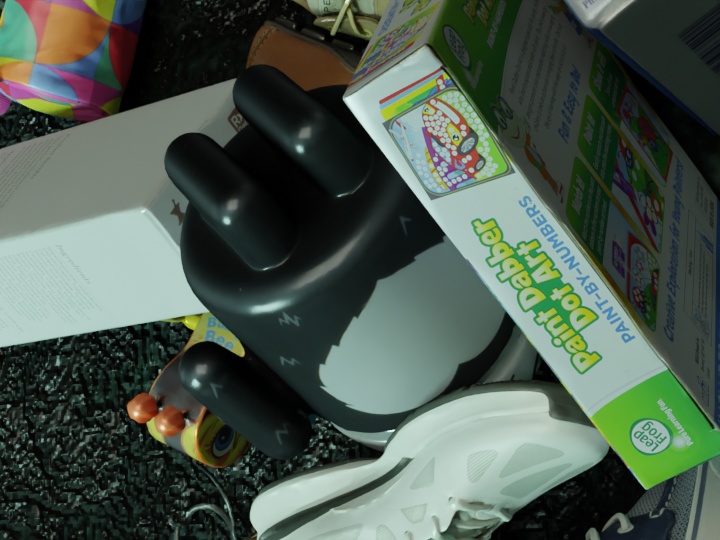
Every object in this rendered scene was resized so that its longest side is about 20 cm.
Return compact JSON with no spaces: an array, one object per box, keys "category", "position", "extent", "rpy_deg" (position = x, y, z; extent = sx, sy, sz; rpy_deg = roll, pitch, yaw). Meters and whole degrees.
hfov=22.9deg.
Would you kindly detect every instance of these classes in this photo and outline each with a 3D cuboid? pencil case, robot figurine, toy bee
[{"category":"pencil case","position":[-0.159,-0.181,1.003],"extent":[0.088,0.088,0.200],"rpy_deg":[13,85,30]},{"category":"robot figurine","position":[0.002,0.000,0.783],"extent":[0.150,0.200,0.125],"rpy_deg":[-17,47,26]},{"category":"toy bee","position":[-0.062,0.057,0.889],"extent":[0.131,0.109,0.200],"rpy_deg":[-2,79,26]}]

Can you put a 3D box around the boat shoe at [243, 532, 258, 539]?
[{"category":"boat shoe","position":[0.008,0.193,0.842],"extent":[0.200,0.074,0.076],"rpy_deg":[34,98,29]}]

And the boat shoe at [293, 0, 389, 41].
[{"category":"boat shoe","position":[-0.001,-0.147,0.896],"extent":[0.200,0.066,0.074],"rpy_deg":[35,136,39]}]

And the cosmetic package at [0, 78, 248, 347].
[{"category":"cosmetic package","position":[-0.133,-0.025,0.916],"extent":[0.200,0.074,0.102],"rpy_deg":[-8,39,42]}]

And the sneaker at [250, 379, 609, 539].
[{"category":"sneaker","position":[0.031,0.128,0.758],"extent":[0.200,0.076,0.116],"rpy_deg":[-30,48,37]}]

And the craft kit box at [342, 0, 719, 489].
[{"category":"craft kit box","position":[0.084,-0.043,0.730],"extent":[0.048,0.200,0.198],"rpy_deg":[-29,108,23]}]

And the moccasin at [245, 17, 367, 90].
[{"category":"moccasin","position":[0.020,-0.066,0.889],"extent":[0.201,0.074,0.078],"rpy_deg":[22,100,27]}]

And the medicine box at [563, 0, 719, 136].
[{"category":"medicine box","position":[0.120,-0.183,0.792],"extent":[0.103,0.182,0.200],"rpy_deg":[-39,64,16]}]

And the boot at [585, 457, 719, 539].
[{"category":"boot","position":[0.105,0.130,0.748],"extent":[0.090,0.073,0.200],"rpy_deg":[15,46,7]}]
